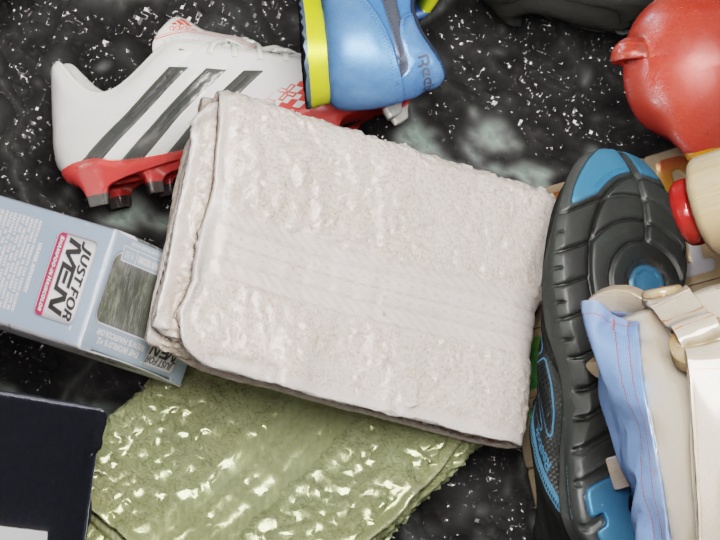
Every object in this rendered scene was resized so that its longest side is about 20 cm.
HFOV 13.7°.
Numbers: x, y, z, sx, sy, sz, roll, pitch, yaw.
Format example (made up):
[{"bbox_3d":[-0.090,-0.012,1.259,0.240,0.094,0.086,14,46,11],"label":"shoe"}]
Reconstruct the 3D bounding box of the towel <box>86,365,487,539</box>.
[{"bbox_3d":[-0.045,0.094,1.456,0.148,0.037,0.200,39,68,14],"label":"towel"}]

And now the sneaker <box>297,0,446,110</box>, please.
[{"bbox_3d":[0.004,-0.160,1.470,0.078,0.066,0.201,-6,53,0],"label":"sneaker"}]

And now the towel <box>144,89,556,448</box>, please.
[{"bbox_3d":[0.000,0.000,1.423,0.199,0.034,0.133,15,78,-21],"label":"towel"}]

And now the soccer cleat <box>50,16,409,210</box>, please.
[{"bbox_3d":[-0.062,-0.091,1.494,0.199,0.069,0.086,-15,87,10],"label":"soccer cleat"}]

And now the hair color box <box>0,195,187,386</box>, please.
[{"bbox_3d":[-0.182,-0.005,1.451,0.199,0.099,0.061,17,86,29],"label":"hair color box"}]

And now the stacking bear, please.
[{"bbox_3d":[0.217,-0.095,1.367,0.199,0.121,0.115,-4,88,18],"label":"stacking bear"}]

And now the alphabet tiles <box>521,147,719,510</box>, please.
[{"bbox_3d":[0.155,0.026,1.442,0.199,0.008,0.168,-17,81,31],"label":"alphabet tiles"}]

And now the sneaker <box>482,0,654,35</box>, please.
[{"bbox_3d":[0.135,-0.159,1.448,0.199,0.091,0.076,3,52,34],"label":"sneaker"}]

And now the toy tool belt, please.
[{"bbox_3d":[0.139,0.053,1.325,0.122,0.125,0.201,-17,76,20],"label":"toy tool belt"}]

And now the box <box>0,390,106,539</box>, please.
[{"bbox_3d":[-0.240,0.149,1.422,0.199,0.117,0.198,2,83,41],"label":"box"}]

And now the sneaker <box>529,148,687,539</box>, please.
[{"bbox_3d":[0.106,0.042,1.425,0.073,0.082,0.201,10,75,-22],"label":"sneaker"}]
